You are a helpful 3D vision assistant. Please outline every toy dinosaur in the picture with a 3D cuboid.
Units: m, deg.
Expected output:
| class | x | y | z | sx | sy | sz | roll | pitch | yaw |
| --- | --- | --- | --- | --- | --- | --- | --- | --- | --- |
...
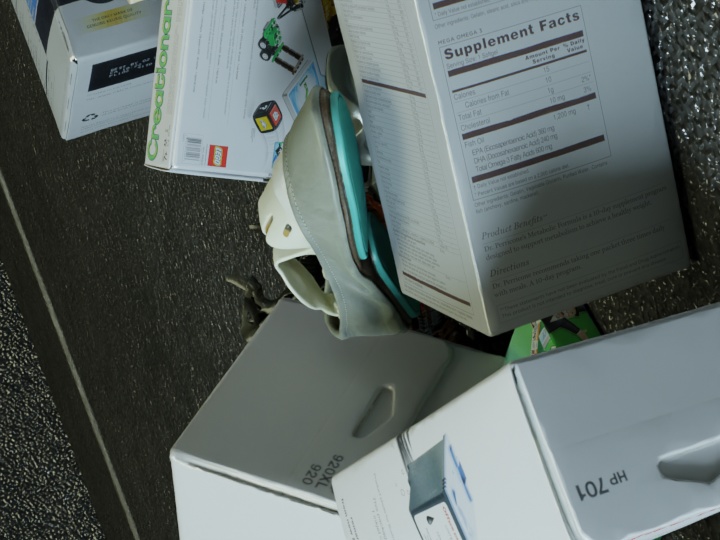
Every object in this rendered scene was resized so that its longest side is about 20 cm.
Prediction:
| class | x | y | z | sx | sy | sz | roll | pitch | yaw |
| --- | --- | --- | --- | --- | --- | --- | --- | --- | --- |
| toy dinosaur | 0.000 | 0.000 | 1.099 | 0.135 | 0.102 | 0.201 | -14 | 104 | 35 |

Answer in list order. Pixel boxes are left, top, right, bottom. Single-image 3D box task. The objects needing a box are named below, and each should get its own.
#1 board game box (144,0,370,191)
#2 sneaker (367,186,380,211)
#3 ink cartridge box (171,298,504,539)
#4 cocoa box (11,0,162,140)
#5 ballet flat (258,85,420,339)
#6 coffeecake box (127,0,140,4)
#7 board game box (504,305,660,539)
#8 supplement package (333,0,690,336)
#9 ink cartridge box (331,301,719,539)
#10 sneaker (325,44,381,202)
| class | x | y | z | sx | sy | sz | roll | pitch | yaw |
| --- | --- | --- | --- | --- | --- | --- | --- | --- | --- |
| board game box | -0.042 | -0.147 | 0.970 | 0.035 | 0.126 | 0.201 | 13 | 97 | 56 |
| sneaker | 0.012 | -0.075 | 1.085 | 0.091 | 0.076 | 0.200 | 56 | 158 | 29 |
| ink cartridge box | -0.008 | 0.147 | 1.039 | 0.144 | 0.147 | 0.201 | 14 | 132 | 18 |
| cocoa box | -0.108 | -0.186 | 1.114 | 0.133 | 0.199 | 0.132 | 126 | 123 | -69 |
| ballet flat | -0.018 | -0.019 | 0.910 | 0.200 | 0.063 | 0.068 | 65 | -163 | -59 |
| coffeecake box | -0.033 | -0.229 | 0.853 | 0.073 | 0.199 | 0.154 | 57 | 157 | 36 |
| board game box | 0.117 | 0.114 | 1.028 | 0.200 | 0.029 | 0.135 | 101 | 146 | -57 |
| supplement package | 0.065 | -0.089 | 0.849 | 0.114 | 0.109 | 0.201 | -153 | 47 | -66 |
| ink cartridge box | 0.095 | 0.091 | 0.829 | 0.200 | 0.146 | 0.086 | -44 | 63 | 59 |
| sneaker | 0.056 | -0.053 | 0.981 | 0.200 | 0.088 | 0.074 | 57 | -155 | -52 |
